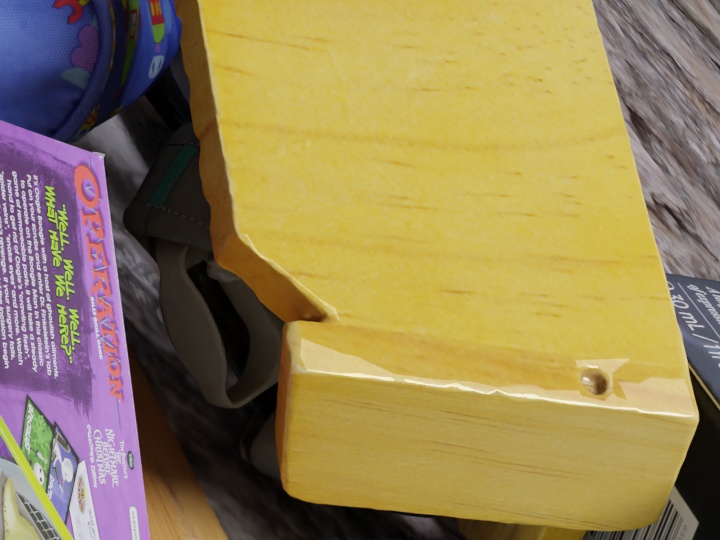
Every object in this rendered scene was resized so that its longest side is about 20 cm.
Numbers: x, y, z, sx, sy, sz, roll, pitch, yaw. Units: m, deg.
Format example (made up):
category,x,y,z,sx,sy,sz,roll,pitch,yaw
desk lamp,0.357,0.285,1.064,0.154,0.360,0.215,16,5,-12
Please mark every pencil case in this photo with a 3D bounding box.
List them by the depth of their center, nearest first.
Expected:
category,x,y,z,sx,sy,sz,roll,pitch,yaw
pencil case,-0.106,-0.084,0.798,0.078,0.087,0.200,12,11,1

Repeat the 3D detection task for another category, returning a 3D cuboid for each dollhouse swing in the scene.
category,x,y,z,sx,sy,sz,roll,pitch,yaw
dollhouse swing,0.000,0.000,0.764,0.181,0.176,0.201,8,53,-27

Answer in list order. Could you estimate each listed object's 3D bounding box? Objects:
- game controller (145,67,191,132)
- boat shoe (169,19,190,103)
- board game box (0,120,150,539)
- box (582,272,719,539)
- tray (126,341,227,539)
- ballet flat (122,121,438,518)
category,x,y,z,sx,sy,sz,roll,pitch,yaw
game controller,-0.029,-0.041,1.040,0.104,0.042,0.200,43,7,23
boat shoe,0.007,-0.030,0.912,0.200,0.057,0.069,47,60,-20
board game box,-0.087,0.060,0.556,0.120,0.032,0.201,15,63,-59
box,0.176,0.090,0.788,0.199,0.107,0.149,9,25,-22
tray,-0.082,0.061,0.684,0.200,0.037,0.099,60,17,24
ballet flat,-0.027,0.036,0.842,0.064,0.067,0.200,-56,135,-31
